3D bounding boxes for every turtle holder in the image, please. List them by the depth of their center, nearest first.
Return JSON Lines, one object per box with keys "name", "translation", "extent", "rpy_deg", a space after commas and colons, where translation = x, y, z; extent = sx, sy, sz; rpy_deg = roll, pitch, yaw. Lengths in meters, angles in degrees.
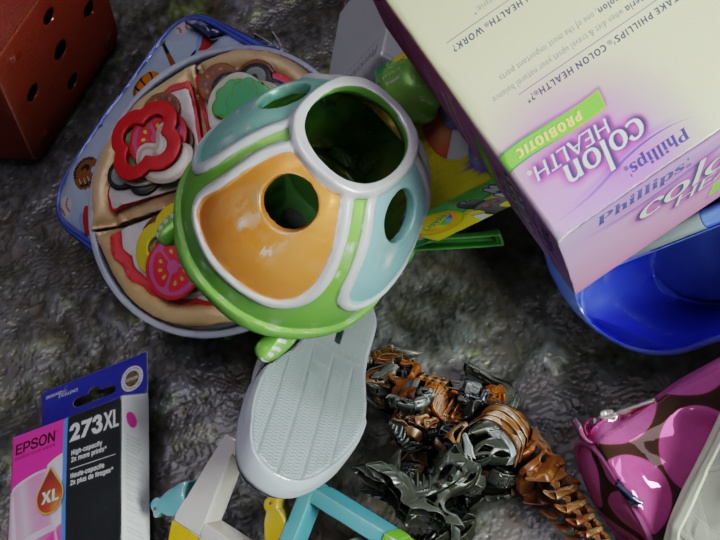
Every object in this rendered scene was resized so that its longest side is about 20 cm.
{"name": "turtle holder", "translation": [-0.014, -0.046, 0.809], "extent": [0.185, 0.132, 0.142], "rpy_deg": [-13, 67, -34]}

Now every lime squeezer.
{"name": "lime squeezer", "translation": [0.000, 0.000, 0.965], "extent": [0.199, 0.038, 0.071], "rpy_deg": [-19, 40, 7]}

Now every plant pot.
{"name": "plant pot", "translation": [-0.303, -0.198, 1.085], "extent": [0.175, 0.200, 0.201], "rpy_deg": [23, 66, 13]}

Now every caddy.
{"name": "caddy", "translation": [0.198, -0.032, 0.820], "extent": [0.199, 0.105, 0.142], "rpy_deg": [-25, 89, 43]}

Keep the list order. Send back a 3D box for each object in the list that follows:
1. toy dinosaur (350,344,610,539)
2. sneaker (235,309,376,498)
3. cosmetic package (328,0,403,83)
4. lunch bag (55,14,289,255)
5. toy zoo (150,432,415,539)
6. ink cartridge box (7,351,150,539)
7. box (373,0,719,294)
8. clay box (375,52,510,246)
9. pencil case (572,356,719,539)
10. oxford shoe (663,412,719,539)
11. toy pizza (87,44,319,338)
{"name": "toy dinosaur", "translation": [0.064, 0.115, 0.858], "extent": [0.199, 0.103, 0.136], "rpy_deg": [14, 44, 45]}
{"name": "sneaker", "translation": [-0.036, 0.081, 0.854], "extent": [0.073, 0.071, 0.200], "rpy_deg": [34, 30, -5]}
{"name": "cosmetic package", "translation": [0.034, -0.197, 1.035], "extent": [0.074, 0.102, 0.201], "rpy_deg": [22, 57, -19]}
{"name": "lunch bag", "translation": [-0.113, -0.080, 0.996], "extent": [0.160, 0.075, 0.201], "rpy_deg": [34, 90, 38]}
{"name": "toy zoo", "translation": [-0.047, 0.186, 0.840], "extent": [0.199, 0.020, 0.132], "rpy_deg": [27, 101, 27]}
{"name": "ink cartridge box", "translation": [-0.182, 0.149, 0.914], "extent": [0.094, 0.037, 0.201], "rpy_deg": [-21, 53, 22]}
{"name": "box", "translation": [0.124, -0.126, 0.729], "extent": [0.175, 0.097, 0.201], "rpy_deg": [-34, 68, 2]}
{"name": "clay box", "translation": [0.072, -0.096, 0.869], "extent": [0.199, 0.047, 0.116], "rpy_deg": [-26, 63, 47]}
{"name": "pencil case", "translation": [0.224, 0.083, 0.828], "extent": [0.199, 0.091, 0.094], "rpy_deg": [-30, 91, -9]}
{"name": "oxford shoe", "translation": [0.216, 0.125, 0.761], "extent": [0.075, 0.201, 0.058], "rpy_deg": [2, 25, -30]}
{"name": "toy pizza", "translation": [-0.095, -0.056, 0.920], "extent": [0.199, 0.032, 0.202], "rpy_deg": [-6, 73, 20]}
